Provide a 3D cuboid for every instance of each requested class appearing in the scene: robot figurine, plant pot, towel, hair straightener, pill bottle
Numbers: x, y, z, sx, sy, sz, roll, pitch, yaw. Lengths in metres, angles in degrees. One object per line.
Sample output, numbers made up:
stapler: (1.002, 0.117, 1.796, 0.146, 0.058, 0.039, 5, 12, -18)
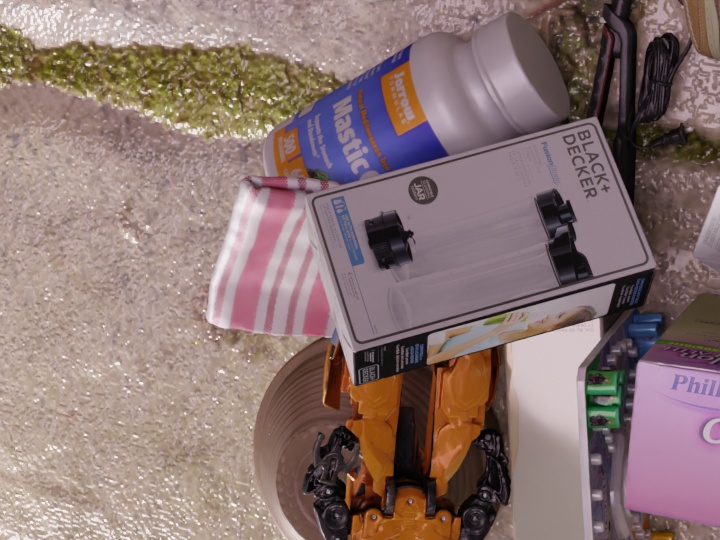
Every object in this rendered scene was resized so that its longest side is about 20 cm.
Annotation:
robot figurine: (0.034, 0.101, 1.165, 0.144, 0.058, 0.202, 3, 102, -10)
plant pot: (0.000, 0.149, 1.264, 0.199, 0.093, 0.203, 5, 103, 21)
towel: (0.000, 0.000, 1.187, 0.198, 0.030, 0.147, 6, 137, -12)
hair straightener: (0.192, -0.109, 1.169, 0.076, 0.041, 0.202, 13, 101, 19)
pill bottle: (0.040, -0.095, 1.189, 0.199, 0.112, 0.113, -29, 89, 25)

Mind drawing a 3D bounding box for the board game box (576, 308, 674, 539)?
board game box: (0.178, 0.140, 1.128, 0.026, 0.200, 0.202, -1, 100, 19)

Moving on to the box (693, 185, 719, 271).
box: (0.283, -0.090, 1.031, 0.060, 0.117, 0.201, 33, 76, 14)

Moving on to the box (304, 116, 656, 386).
box: (0.074, -0.014, 1.090, 0.198, 0.060, 0.117, -14, 65, -6)

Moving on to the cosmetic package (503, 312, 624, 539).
cosmetic package: (0.145, 0.094, 1.186, 0.072, 0.103, 0.202, 0, 99, 17)

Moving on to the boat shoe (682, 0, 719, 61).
boat shoe: (0.218, -0.236, 1.119, 0.076, 0.071, 0.202, -1, 90, 33)

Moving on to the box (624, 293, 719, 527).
box: (0.276, 0.092, 1.080, 0.174, 0.200, 0.098, 8, 103, 20)
